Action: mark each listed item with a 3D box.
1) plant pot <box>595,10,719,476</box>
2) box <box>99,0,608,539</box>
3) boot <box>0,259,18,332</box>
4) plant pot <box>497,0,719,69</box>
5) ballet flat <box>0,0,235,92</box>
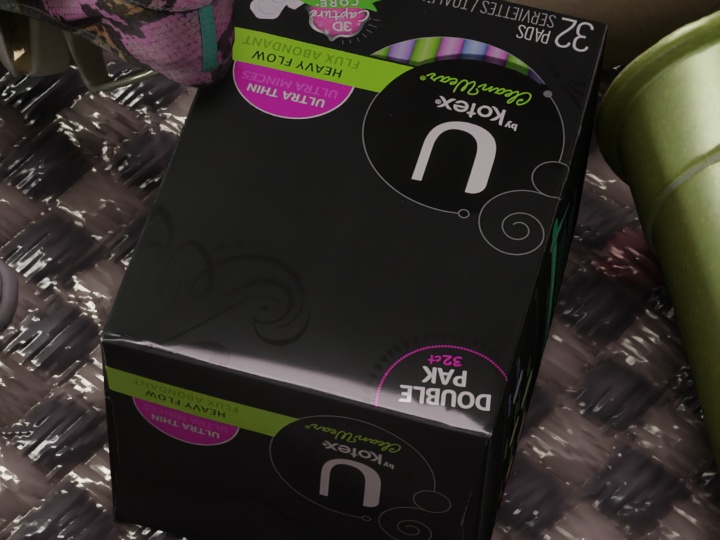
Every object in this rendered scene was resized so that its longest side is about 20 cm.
[{"bbox_3d":[0.194,0.021,0.993,0.199,0.200,0.191,0,66,-4],"label":"plant pot"},{"bbox_3d":[0.000,0.000,1.016,0.148,0.124,0.200,13,55,8],"label":"box"},{"bbox_3d":[-0.230,0.024,1.013,0.199,0.096,0.074,-11,68,21],"label":"boot"},{"bbox_3d":[0.067,-0.157,1.087,0.200,0.201,0.134,36,58,21],"label":"plant pot"},{"bbox_3d":[-0.112,-0.106,1.034,0.069,0.071,0.200,-20,24,-30],"label":"ballet flat"}]
